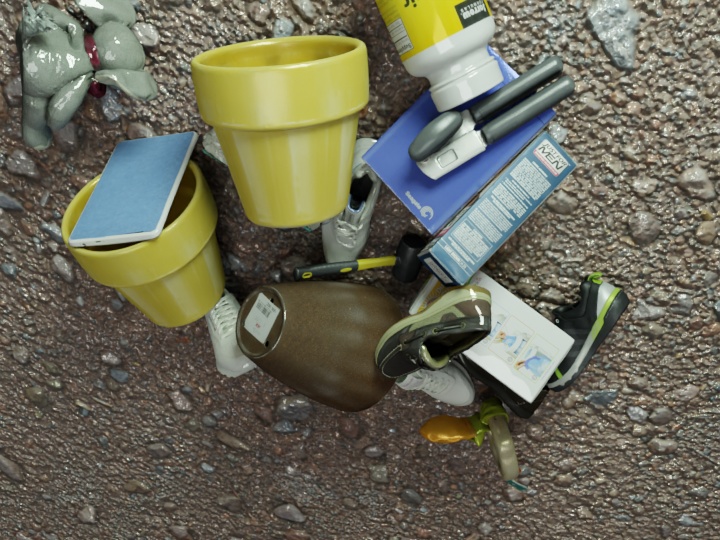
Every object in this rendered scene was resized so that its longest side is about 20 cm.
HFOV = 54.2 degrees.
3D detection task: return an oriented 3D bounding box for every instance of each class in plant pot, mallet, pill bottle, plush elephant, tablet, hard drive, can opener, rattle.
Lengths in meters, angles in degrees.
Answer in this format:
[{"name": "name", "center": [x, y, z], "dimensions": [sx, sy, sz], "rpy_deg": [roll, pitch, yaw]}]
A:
[{"name": "plant pot", "center": [-0.282, -0.028, 0.987], "dimensions": [0.197, 0.203, 0.190], "rpy_deg": [-4, 136, 13]}, {"name": "mallet", "center": [0.000, 0.000, 0.978], "dimensions": [0.197, 0.041, 0.067], "rpy_deg": [-14, 133, -21]}, {"name": "pill bottle", "center": [0.081, -0.284, 0.771], "dimensions": [0.110, 0.111, 0.202], "rpy_deg": [-21, 104, 22]}, {"name": "plush elephant", "center": [-0.342, -0.262, 0.880], "dimensions": [0.153, 0.167, 0.199], "rpy_deg": [-4, 168, -28]}, {"name": "tablet", "center": [-0.294, -0.111, 0.925], "dimensions": [0.128, 0.202, 0.014], "rpy_deg": [-5, 137, 13]}, {"name": "hard drive", "center": [0.115, -0.160, 0.844], "dimensions": [0.200, 0.025, 0.132], "rpy_deg": [-44, 78, 8]}, {"name": "plant pot", "center": [-0.086, -0.162, 0.830], "dimensions": [0.197, 0.201, 0.192], "rpy_deg": [1, 116, 10]}, {"name": "plant pot", "center": [-0.068, 0.088, 0.963], "dimensions": [0.186, 0.189, 0.199], "rpy_deg": [-33, 147, 27]}, {"name": "can opener", "center": [0.145, -0.173, 0.789], "dimensions": [0.198, 0.067, 0.054], "rpy_deg": [-31, 81, 10]}, {"name": "rattle", "center": [0.189, 0.302, 1.130], "dimensions": [0.141, 0.131, 0.201], "rpy_deg": [-28, 144, -9]}]

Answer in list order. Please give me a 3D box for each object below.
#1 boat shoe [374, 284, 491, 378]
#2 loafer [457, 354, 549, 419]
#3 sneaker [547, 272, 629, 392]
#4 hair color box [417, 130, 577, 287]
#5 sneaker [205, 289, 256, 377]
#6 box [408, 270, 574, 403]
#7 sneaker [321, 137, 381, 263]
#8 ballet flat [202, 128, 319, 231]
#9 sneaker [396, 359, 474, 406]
[{"name": "boat shoe", "center": [0.085, 0.090, 0.869], "dimensions": [0.072, 0.066, 0.200], "rpy_deg": [21, 136, -26]}, {"name": "loafer", "center": [0.213, 0.140, 1.067], "dimensions": [0.071, 0.073, 0.200], "rpy_deg": [-41, 112, 19]}, {"name": "sneaker", "center": [0.313, 0.086, 1.023], "dimensions": [0.082, 0.071, 0.202], "rpy_deg": [36, 126, 19]}, {"name": "hair color box", "center": [0.163, -0.071, 0.860], "dimensions": [0.200, 0.100, 0.061], "rpy_deg": [-45, 91, -5]}, {"name": "sneaker", "center": [-0.195, 0.085, 1.038], "dimensions": [0.076, 0.200, 0.082], "rpy_deg": [-23, 118, -16]}, {"name": "box", "center": [0.172, 0.071, 0.959], "dimensions": [0.199, 0.112, 0.102], "rpy_deg": [36, 94, 2]}, {"name": "sneaker", "center": [-0.016, -0.078, 0.957], "dimensions": [0.073, 0.088, 0.202], "rpy_deg": [15, 125, -1]}, {"name": "ballet flat", "center": [-0.123, -0.133, 0.958], "dimensions": [0.199, 0.072, 0.072], "rpy_deg": [37, 121, -13]}, {"name": "sneaker", "center": [0.091, 0.163, 1.080], "dimensions": [0.199, 0.100, 0.075], "rpy_deg": [35, 120, -13]}]
